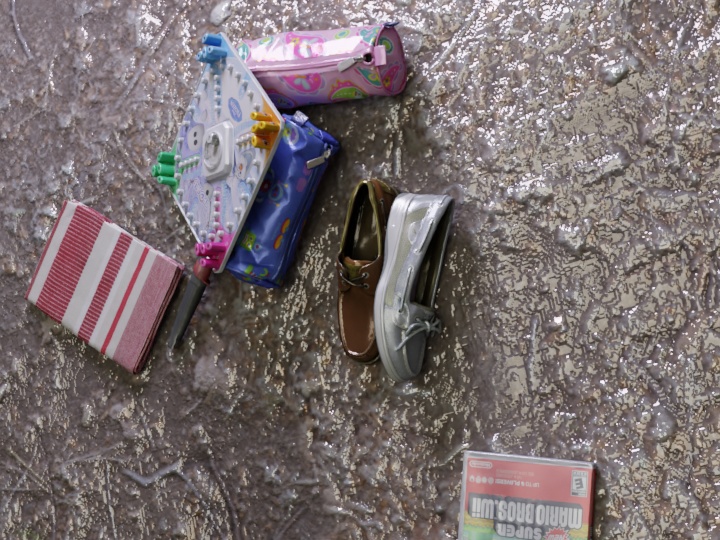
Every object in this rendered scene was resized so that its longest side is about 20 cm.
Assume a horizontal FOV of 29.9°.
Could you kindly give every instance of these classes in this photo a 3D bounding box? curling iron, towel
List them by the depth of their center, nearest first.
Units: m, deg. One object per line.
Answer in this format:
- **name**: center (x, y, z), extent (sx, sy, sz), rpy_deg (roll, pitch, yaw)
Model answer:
- **curling iron**: center (-0.178, 0.003, 1.574), extent (0.025, 0.049, 0.202), rpy_deg (29, 101, 25)
- **towel**: center (-0.314, 0.017, 1.645), extent (0.199, 0.023, 0.146), rpy_deg (30, 98, 27)

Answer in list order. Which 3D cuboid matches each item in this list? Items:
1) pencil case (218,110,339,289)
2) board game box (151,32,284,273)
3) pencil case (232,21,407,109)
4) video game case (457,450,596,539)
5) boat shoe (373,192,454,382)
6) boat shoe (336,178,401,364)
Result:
- **pencil case**: center (-0.089, -0.077, 1.518), extent (0.087, 0.077, 0.202), rpy_deg (30, 98, 48)
- **board game box**: center (-0.167, -0.135, 1.519), extent (0.201, 0.026, 0.202), rpy_deg (56, 129, 42)
- **pencil case**: center (-0.046, -0.229, 1.515), extent (0.197, 0.087, 0.089), rpy_deg (-1, 83, 26)
- **video game case**: center (0.167, 0.293, 1.388), extent (0.141, 0.017, 0.203), rpy_deg (2, 85, 25)
- **boat shoe**: center (0.061, 0.017, 1.443), extent (0.064, 0.074, 0.205), rpy_deg (2, 78, 29)
- **boat shoe**: center (0.000, 0.000, 1.474), extent (0.071, 0.068, 0.203), rpy_deg (1, 84, 24)
